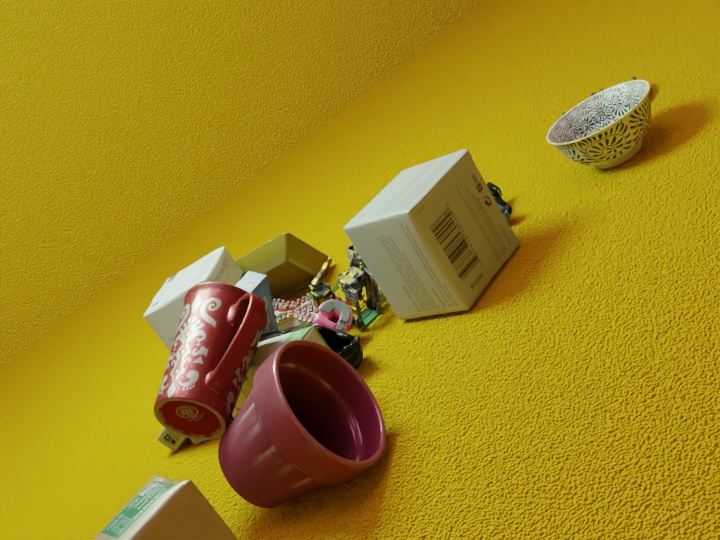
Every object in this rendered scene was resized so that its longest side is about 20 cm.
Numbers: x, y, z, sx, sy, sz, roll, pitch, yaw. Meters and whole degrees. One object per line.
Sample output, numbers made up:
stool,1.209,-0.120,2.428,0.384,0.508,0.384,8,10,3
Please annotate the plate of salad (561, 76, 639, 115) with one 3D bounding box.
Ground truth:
plate of salad,0.486,-0.334,1.889,0.199,0.048,0.200,-31,18,11

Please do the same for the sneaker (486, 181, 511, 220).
sneaker,0.236,-0.132,1.773,0.083,0.071,0.200,-42,16,-3

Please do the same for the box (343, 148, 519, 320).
box,0.122,-0.057,1.580,0.171,0.200,0.200,-13,26,48

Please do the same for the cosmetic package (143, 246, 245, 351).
cosmetic package,-0.305,0.096,1.924,0.164,0.201,0.165,-28,20,18

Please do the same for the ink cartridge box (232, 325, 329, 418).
ink cartridge box,-0.122,0.184,1.477,0.199,0.146,0.084,-18,25,40

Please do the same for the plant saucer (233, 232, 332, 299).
plant saucer,-0.182,0.010,2.031,0.199,0.200,0.049,-28,62,19

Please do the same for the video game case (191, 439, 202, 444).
video game case,-0.206,0.224,1.720,0.181,0.022,0.200,-25,20,27

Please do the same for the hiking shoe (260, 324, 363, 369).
hiking shoe,-0.095,0.119,1.541,0.198,0.101,0.076,-1,61,1

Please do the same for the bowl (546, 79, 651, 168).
bowl,0.441,-0.245,1.667,0.200,0.094,0.201,-30,19,12

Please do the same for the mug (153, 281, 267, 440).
mug,-0.221,0.122,1.363,0.178,0.132,0.201,106,178,-50

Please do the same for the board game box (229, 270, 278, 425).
board game box,-0.211,0.140,1.599,0.043,0.200,0.200,12,42,26

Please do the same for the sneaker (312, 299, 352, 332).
sneaker,-0.078,0.150,1.635,0.201,0.079,0.096,-55,-10,-23

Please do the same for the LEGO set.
LEGO set,0.000,0.000,1.705,0.199,0.116,0.154,-34,50,-22

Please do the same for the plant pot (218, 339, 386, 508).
plant pot,-0.094,0.226,1.288,0.179,0.200,0.200,-42,13,26

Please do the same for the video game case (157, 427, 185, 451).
video game case,-0.283,0.211,1.733,0.182,0.045,0.200,-51,6,37

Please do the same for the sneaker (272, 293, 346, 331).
sneaker,-0.102,0.094,1.783,0.199,0.082,0.078,-4,47,25

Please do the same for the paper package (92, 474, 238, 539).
paper package,-0.242,0.381,1.124,0.103,0.191,0.200,-8,30,52

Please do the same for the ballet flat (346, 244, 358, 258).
ballet flat,0.056,-0.076,1.947,0.199,0.067,0.068,-36,22,-5
